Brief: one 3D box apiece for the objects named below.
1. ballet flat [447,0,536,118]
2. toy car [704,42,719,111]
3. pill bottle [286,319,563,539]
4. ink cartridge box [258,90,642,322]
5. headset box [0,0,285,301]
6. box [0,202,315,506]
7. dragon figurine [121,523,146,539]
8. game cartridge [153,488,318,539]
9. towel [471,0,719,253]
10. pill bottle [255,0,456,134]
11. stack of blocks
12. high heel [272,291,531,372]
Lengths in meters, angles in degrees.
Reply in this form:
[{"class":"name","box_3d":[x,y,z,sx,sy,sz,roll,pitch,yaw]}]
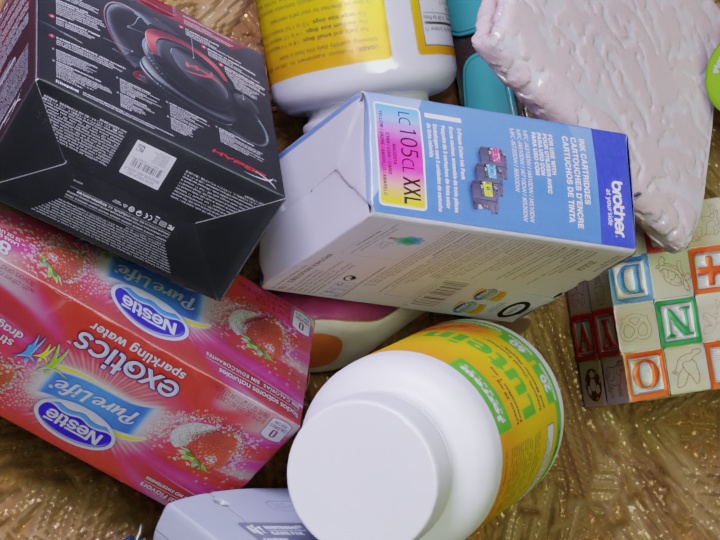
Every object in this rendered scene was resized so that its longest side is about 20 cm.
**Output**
[{"class":"ballet flat","box_3d":[0.087,-0.137,1.656,0.071,0.071,0.201,-5,84,-23]},{"class":"toy car","box_3d":[0.300,-0.182,1.723,0.164,0.158,0.200,18,55,-44]},{"class":"pill bottle","box_3d":[0.033,0.093,1.503,0.111,0.200,0.111,3,98,19]},{"class":"ink cartridge box","box_3d":[0.059,-0.030,1.537,0.200,0.136,0.077,10,68,-27]},{"class":"headset box","box_3d":[-0.127,-0.088,1.510,0.148,0.200,0.075,25,114,-20]},{"class":"box","box_3d":[-0.134,0.038,1.511,0.200,0.100,0.096,31,35,-18]},{"class":"dragon figurine","box_3d":[-0.051,0.181,1.552,0.200,0.059,0.100,-6,110,-16]},{"class":"game cartridge","box_3d":[-0.009,0.161,1.491,0.200,0.133,0.042,6,106,-46]},{"class":"towel","box_3d":[0.142,-0.137,1.634,0.200,0.032,0.191,42,43,-32]},{"class":"pill bottle","box_3d":[-0.006,-0.158,1.600,0.109,0.109,0.201,-8,87,-24]},{"class":"stack of blocks","box_3d":[0.228,0.013,1.708,0.200,0.059,0.115,-8,87,-24]},{"class":"high heel","box_3d":[0.000,0.000,1.619,0.200,0.067,0.096,-8,64,-14]}]
